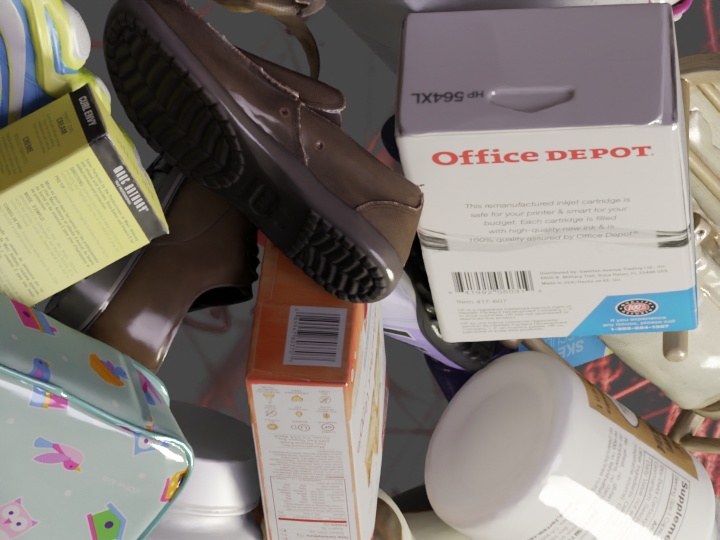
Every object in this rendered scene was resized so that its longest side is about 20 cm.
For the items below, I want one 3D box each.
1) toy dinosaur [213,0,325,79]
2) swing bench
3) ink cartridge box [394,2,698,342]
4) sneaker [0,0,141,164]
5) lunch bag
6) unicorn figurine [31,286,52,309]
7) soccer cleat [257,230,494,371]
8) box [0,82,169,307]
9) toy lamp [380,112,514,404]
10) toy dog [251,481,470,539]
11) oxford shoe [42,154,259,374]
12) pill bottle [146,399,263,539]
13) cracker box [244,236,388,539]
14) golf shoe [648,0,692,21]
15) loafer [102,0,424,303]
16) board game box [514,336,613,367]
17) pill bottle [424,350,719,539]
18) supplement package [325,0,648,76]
[{"bbox_3d":[-0.065,-0.154,1.533,0.200,0.101,0.058,18,73,-42],"label":"toy dinosaur"},{"bbox_3d":[0.210,0.001,1.773,0.199,0.129,0.201,41,62,-44],"label":"swing bench"},{"bbox_3d":[0.103,-0.050,1.573,0.200,0.145,0.085,76,14,-55],"label":"ink cartridge box"},{"bbox_3d":[-0.182,-0.082,1.474,0.105,0.076,0.200,-44,134,-17],"label":"sneaker"},{"bbox_3d":[-0.198,0.093,1.447,0.200,0.077,0.161,26,114,-32],"label":"lunch bag"},{"bbox_3d":[-0.211,0.092,1.542,0.137,0.074,0.200,-44,149,-19],"label":"unicorn figurine"},{"bbox_3d":[0.000,0.000,1.671,0.200,0.073,0.068,36,48,-38],"label":"soccer cleat"},{"bbox_3d":[-0.200,-0.009,1.453,0.199,0.050,0.075,-29,131,2],"label":"box"},{"bbox_3d":[0.055,0.000,1.744,0.058,0.058,0.201,-34,129,-27],"label":"toy lamp"},{"bbox_3d":[0.025,0.179,1.747,0.200,0.139,0.195,16,88,-45],"label":"toy dog"},{"bbox_3d":[-0.085,-0.022,1.565,0.084,0.073,0.200,38,60,-9],"label":"oxford shoe"},{"bbox_3d":[-0.116,0.180,1.630,0.114,0.114,0.201,0,109,-43],"label":"pill bottle"},{"bbox_3d":[-0.020,0.063,1.591,0.200,0.057,0.134,86,8,-53],"label":"cracker box"},{"bbox_3d":[0.148,-0.160,1.731,0.075,0.091,0.201,24,94,-47],"label":"golf shoe"},{"bbox_3d":[-0.047,-0.070,1.495,0.200,0.073,0.071,45,56,-7],"label":"loafer"},{"bbox_3d":[0.160,-0.026,1.839,0.199,0.040,0.154,-18,121,-36],"label":"board game box"},{"bbox_3d":[0.142,0.140,1.734,0.200,0.114,0.115,35,85,-34],"label":"pill bottle"},{"bbox_3d":[0.047,-0.179,1.606,0.120,0.121,0.200,-55,136,-7],"label":"supplement package"}]
